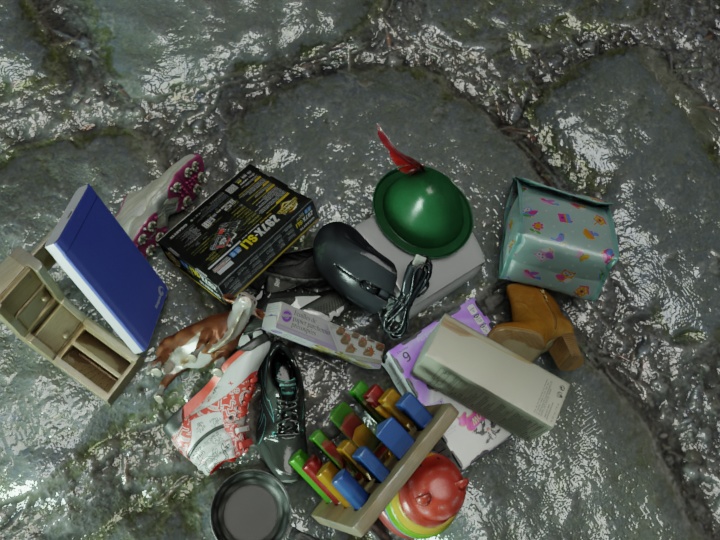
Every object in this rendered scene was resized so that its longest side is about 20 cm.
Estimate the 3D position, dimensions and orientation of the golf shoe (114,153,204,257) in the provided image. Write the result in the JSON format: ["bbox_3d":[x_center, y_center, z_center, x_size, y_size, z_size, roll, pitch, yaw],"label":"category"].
[{"bbox_3d":[-0.320,-0.113,1.191,0.090,0.076,0.202,20,58,19],"label":"golf shoe"}]

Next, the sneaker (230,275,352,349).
[{"bbox_3d":[-0.107,0.047,1.151,0.196,0.066,0.092,-16,105,-13],"label":"sneaker"}]

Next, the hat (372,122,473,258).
[{"bbox_3d":[0.114,-0.130,1.119,0.198,0.177,0.166,-31,75,-33],"label":"hat"}]

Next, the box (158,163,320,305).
[{"bbox_3d":[-0.184,-0.061,1.166,0.159,0.050,0.200,31,65,33],"label":"box"}]

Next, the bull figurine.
[{"bbox_3d":[-0.219,0.104,1.073,0.065,0.198,0.122,50,30,-18],"label":"bull figurine"}]

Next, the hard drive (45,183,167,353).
[{"bbox_3d":[-0.344,-0.001,1.066,0.025,0.202,0.133,-17,36,17],"label":"hard drive"}]

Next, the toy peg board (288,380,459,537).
[{"bbox_3d":[0.002,0.234,1.028,0.098,0.199,0.200,45,68,-4],"label":"toy peg board"}]

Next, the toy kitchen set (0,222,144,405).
[{"bbox_3d":[-0.376,0.047,1.051,0.179,0.200,0.164,34,69,5],"label":"toy kitchen set"}]

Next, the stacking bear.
[{"bbox_3d":[0.086,0.297,1.030,0.119,0.200,0.116,-11,71,-12],"label":"stacking bear"}]

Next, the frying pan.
[{"bbox_3d":[-0.116,0.341,1.075,0.186,0.031,0.117,6,69,-10],"label":"frying pan"}]

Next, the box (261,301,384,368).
[{"bbox_3d":[-0.050,0.097,1.118,0.198,0.041,0.039,26,67,-34],"label":"box"}]

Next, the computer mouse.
[{"bbox_3d":[0.000,0.000,1.122,0.198,0.140,0.052,34,25,23],"label":"computer mouse"}]

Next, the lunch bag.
[{"bbox_3d":[0.318,-0.069,1.245,0.167,0.123,0.202,15,45,1],"label":"lunch bag"}]

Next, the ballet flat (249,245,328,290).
[{"bbox_3d":[-0.085,-0.007,1.193,0.196,0.057,0.068,-13,72,-14],"label":"ballet flat"}]

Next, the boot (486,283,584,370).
[{"bbox_3d":[0.245,0.075,1.170,0.198,0.071,0.145,16,37,-32],"label":"boot"}]

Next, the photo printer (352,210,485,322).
[{"bbox_3d":[0.093,-0.032,1.207,0.198,0.070,0.168,-28,76,-32],"label":"photo printer"}]

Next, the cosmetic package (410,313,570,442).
[{"bbox_3d":[0.178,0.151,1.074,0.198,0.105,0.072,30,66,2],"label":"cosmetic package"}]

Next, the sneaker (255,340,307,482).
[{"bbox_3d":[-0.114,0.198,1.101,0.074,0.079,0.204,-5,72,-17],"label":"sneaker"}]

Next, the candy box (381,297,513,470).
[{"bbox_3d":[0.154,0.172,1.156,0.166,0.072,0.202,-29,77,-18],"label":"candy box"}]

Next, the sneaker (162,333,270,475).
[{"bbox_3d":[-0.174,0.193,1.087,0.201,0.067,0.108,-45,82,-3],"label":"sneaker"}]
